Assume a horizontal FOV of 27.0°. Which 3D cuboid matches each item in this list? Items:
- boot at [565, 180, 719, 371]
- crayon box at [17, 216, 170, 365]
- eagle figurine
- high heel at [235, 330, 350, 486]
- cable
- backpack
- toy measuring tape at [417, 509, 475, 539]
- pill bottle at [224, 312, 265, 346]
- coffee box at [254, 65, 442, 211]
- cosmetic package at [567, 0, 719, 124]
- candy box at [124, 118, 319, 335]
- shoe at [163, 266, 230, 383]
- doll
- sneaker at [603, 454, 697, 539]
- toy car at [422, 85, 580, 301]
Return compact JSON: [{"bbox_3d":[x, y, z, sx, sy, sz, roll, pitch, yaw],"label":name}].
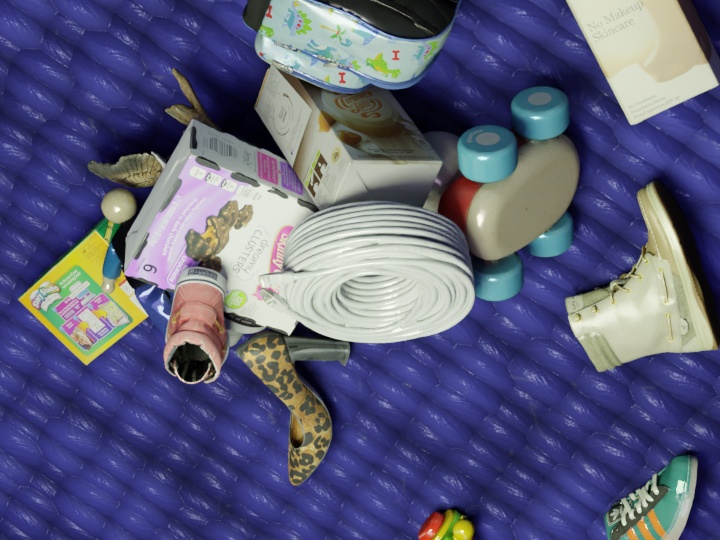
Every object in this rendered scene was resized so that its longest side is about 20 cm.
[{"bbox_3d":[0.293,0.012,1.637,0.154,0.072,0.201,-15,110,24],"label":"boot"},{"bbox_3d":[-0.309,0.020,1.790,0.119,0.058,0.200,46,134,-11],"label":"crayon box"},{"bbox_3d":[-0.210,-0.099,1.692,0.150,0.153,0.200,15,136,-38],"label":"eagle figurine"},{"bbox_3d":[-0.101,0.165,1.786,0.142,0.071,0.201,5,109,-29],"label":"high heel"},{"bbox_3d":[0.017,0.006,1.519,0.199,0.070,0.200,-18,145,24],"label":"cable"},{"bbox_3d":[-0.003,-0.274,1.531,0.199,0.184,0.147,24,142,0],"label":"backpack"},{"bbox_3d":[0.092,0.347,1.868,0.073,0.074,0.200,37,141,-3],"label":"toy measuring tape"},{"bbox_3d":[-0.122,-0.007,1.722,0.112,0.113,0.200,37,118,-3],"label":"pill bottle"},{"bbox_3d":[-0.016,-0.142,1.565,0.114,0.200,0.080,-2,131,-33],"label":"coffee box"},{"bbox_3d":[0.275,-0.262,1.511,0.105,0.071,0.201,-25,105,25],"label":"cosmetic package"},{"bbox_3d":[-0.124,-0.041,1.579,0.199,0.072,0.168,21,123,-20],"label":"candy box"},{"bbox_3d":[-0.177,0.086,1.585,0.071,0.092,0.201,9,148,-2],"label":"shoe"},{"bbox_3d":[-0.234,0.001,1.678,0.136,0.048,0.201,-20,104,29],"label":"doll"},{"bbox_3d":[0.329,0.290,1.754,0.079,0.071,0.201,20,120,1],"label":"sneaker"},{"bbox_3d":[0.114,-0.104,1.610,0.199,0.177,0.185,25,138,36],"label":"toy car"}]
